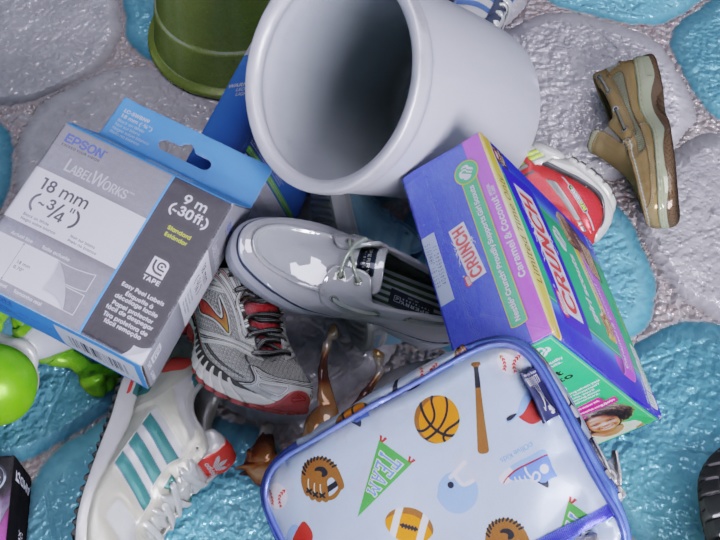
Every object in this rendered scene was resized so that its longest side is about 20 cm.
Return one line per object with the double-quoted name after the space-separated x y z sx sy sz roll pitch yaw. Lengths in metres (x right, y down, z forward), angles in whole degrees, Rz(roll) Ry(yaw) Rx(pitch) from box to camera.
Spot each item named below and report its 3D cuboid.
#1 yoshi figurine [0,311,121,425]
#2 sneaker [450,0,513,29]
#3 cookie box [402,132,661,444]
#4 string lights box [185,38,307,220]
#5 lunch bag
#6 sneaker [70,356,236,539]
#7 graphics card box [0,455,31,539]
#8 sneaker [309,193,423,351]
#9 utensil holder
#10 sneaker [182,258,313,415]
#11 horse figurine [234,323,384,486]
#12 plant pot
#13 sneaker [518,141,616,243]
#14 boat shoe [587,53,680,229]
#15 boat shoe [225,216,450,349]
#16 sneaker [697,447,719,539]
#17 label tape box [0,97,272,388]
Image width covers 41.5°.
-0.247 0.054 0.748 0.112 0.113 0.200 36 66 15 "yoshi figurine"
0.121 -0.218 0.947 0.198 0.081 0.147 -31 69 -22 "sneaker"
0.128 0.022 0.703 0.075 0.199 0.173 -30 53 23 "cookie box"
-0.085 -0.109 0.849 0.058 0.103 0.202 1 52 29 "string lights box"
0.054 0.139 0.548 0.198 0.076 0.162 -28 79 8 "lunch bag"
-0.144 0.150 0.699 0.091 0.071 0.202 2 53 8 "sneaker"
-0.301 0.235 0.658 0.123 0.051 0.203 -5 55 -2 "graphics card box"
0.010 -0.026 0.822 0.080 0.074 0.203 -6 65 -21 "sneaker"
0.034 -0.141 0.766 0.198 0.171 0.170 1 41 -52 "utensil holder"
-0.093 0.038 0.728 0.077 0.083 0.200 16 20 -42 "sneaker"
0.018 0.131 0.719 0.197 0.050 0.134 23 70 10 "horse figurine"
-0.131 -0.310 0.939 0.196 0.191 0.203 -1 56 1 "plant pot"
0.129 -0.079 0.852 0.198 0.077 0.085 29 71 22 "sneaker"
0.249 -0.116 0.884 0.075 0.072 0.202 -7 47 14 "boat shoe"
0.000 0.000 0.712 0.197 0.067 0.075 17 63 -21 "boat shoe"
0.273 0.197 0.668 0.072 0.083 0.200 -1 32 33 "sneaker"
-0.170 -0.039 0.700 0.142 0.063 0.202 25 68 5 "label tape box"
